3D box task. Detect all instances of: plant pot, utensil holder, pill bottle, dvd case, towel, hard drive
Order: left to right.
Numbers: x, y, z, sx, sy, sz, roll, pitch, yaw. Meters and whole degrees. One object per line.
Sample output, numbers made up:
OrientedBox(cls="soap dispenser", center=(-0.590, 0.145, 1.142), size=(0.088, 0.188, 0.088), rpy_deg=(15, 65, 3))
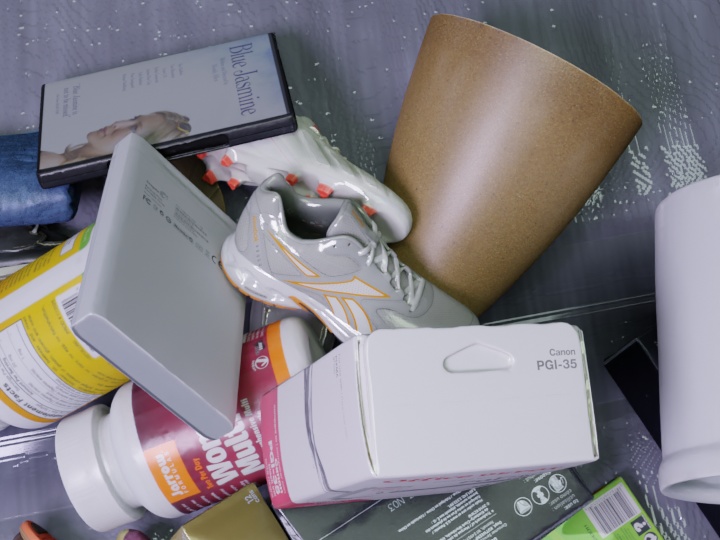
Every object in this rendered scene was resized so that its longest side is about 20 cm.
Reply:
OrientedBox(cls="towel", center=(-0.322, -0.071, 0.982), size=(0.199, 0.112, 0.049), rpy_deg=(-4, 120, -8))
OrientedBox(cls="pill bottle", center=(-0.226, 0.049, 0.923), size=(0.200, 0.111, 0.111), rpy_deg=(-29, 77, 21))
OrientedBox(cls="dvd case", center=(-0.155, -0.129, 0.984), size=(0.199, 0.018, 0.143), rpy_deg=(-13, 38, -3))
OrientedBox(cls="hard drive", center=(-0.132, 0.006, 0.868), size=(0.027, 0.132, 0.200), rpy_deg=(-32, 33, 22))
OrientedBox(cls="pill bottle", center=(-0.116, 0.118, 0.927), size=(0.199, 0.110, 0.110), rpy_deg=(-22, 77, 6))
OrientedBox(cls="plant pot", center=(0.093, -0.069, 0.983), size=(0.186, 0.186, 0.201), rpy_deg=(28, 90, 4))
OrientedBox(cls="utensil holder", center=(0.286, 0.050, 0.851), size=(0.169, 0.170, 0.201), rpy_deg=(3, 72, -3))

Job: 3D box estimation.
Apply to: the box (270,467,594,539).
OrientedBox(cls="box", center=(0.049, 0.178, 0.935), size=(0.200, 0.115, 0.132), rpy_deg=(-32, 81, -11))

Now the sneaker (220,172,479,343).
OrientedBox(cls="sneaker", center=(0.000, 0.000, 0.894), size=(0.199, 0.092, 0.076), rpy_deg=(23, 38, -2))

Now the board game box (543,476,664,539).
OrientedBox(cls="board game box", center=(0.148, 0.254, 0.965), size=(0.200, 0.030, 0.096), rpy_deg=(-31, 78, -14))

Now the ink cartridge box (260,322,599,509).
OrientedBox(cls="ink cartridge box", center=(0.034, 0.095, 0.777), size=(0.146, 0.200, 0.083), rpy_deg=(-1, 76, -20))

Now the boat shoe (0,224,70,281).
OrientedBox(cls="boat shoe", center=(-0.271, -0.016, 0.988), size=(0.199, 0.072, 0.068), rpy_deg=(-4, 75, -2))

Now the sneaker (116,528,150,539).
OrientedBox(cls="sneaker", center=(-0.107, 0.268, 0.928), size=(0.090, 0.075, 0.200), rpy_deg=(-31, 85, -20))

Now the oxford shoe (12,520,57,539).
OrientedBox(cls="oxford shoe", center=(-0.214, 0.280, 0.914), size=(0.072, 0.071, 0.200), rpy_deg=(-30, 79, -6))

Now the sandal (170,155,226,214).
OrientedBox(cls="sandal", center=(-0.169, -0.074, 1.025), size=(0.080, 0.054, 0.200), rpy_deg=(-25, 63, -15))

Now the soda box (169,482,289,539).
OrientedBox(cls="soda box", center=(-0.055, 0.254, 0.871), size=(0.064, 0.068, 0.200), rpy_deg=(-29, 78, -30))

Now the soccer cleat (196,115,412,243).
OrientedBox(cls="soccer cleat", center=(-0.039, -0.082, 0.960), size=(0.199, 0.069, 0.078), rpy_deg=(23, 57, 25))

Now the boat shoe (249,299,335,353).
OrientedBox(cls="boat shoe", center=(-0.048, 0.004, 0.997), size=(0.070, 0.069, 0.201), rpy_deg=(8, 76, -5))

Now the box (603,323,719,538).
OrientedBox(cls="box", center=(0.329, 0.099, 0.979), size=(0.182, 0.104, 0.200), rpy_deg=(-31, 79, -12))
